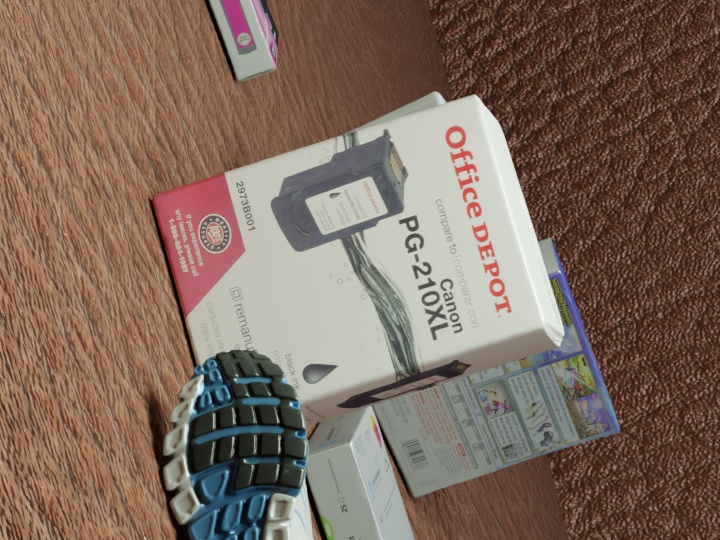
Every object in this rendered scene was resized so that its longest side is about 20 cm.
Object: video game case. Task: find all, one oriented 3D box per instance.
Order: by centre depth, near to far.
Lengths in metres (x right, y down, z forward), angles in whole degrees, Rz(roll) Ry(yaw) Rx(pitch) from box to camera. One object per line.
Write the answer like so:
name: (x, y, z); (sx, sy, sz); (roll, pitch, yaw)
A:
video game case: (0.097, 0.080, 2.245); (0.045, 0.181, 0.200); (-100, 170, -47)

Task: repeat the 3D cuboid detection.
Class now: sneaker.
sneaker: (-0.054, 0.141, 1.425); (0.087, 0.075, 0.200); (74, 8, -76)

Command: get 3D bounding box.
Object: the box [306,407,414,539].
box: (0.014, 0.200, 1.889); (0.156, 0.041, 0.200); (-55, 128, -82)

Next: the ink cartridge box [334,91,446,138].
ink cartridge box: (0.003, -0.053, 1.915); (0.200, 0.162, 0.050); (40, 27, -76)

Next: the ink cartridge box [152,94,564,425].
ink cartridge box: (0.000, 0.000, 1.603); (0.084, 0.200, 0.145); (42, 31, -76)

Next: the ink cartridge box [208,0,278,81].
ink cartridge box: (-0.108, -0.246, 2.061); (0.095, 0.037, 0.200); (-90, 159, -68)
